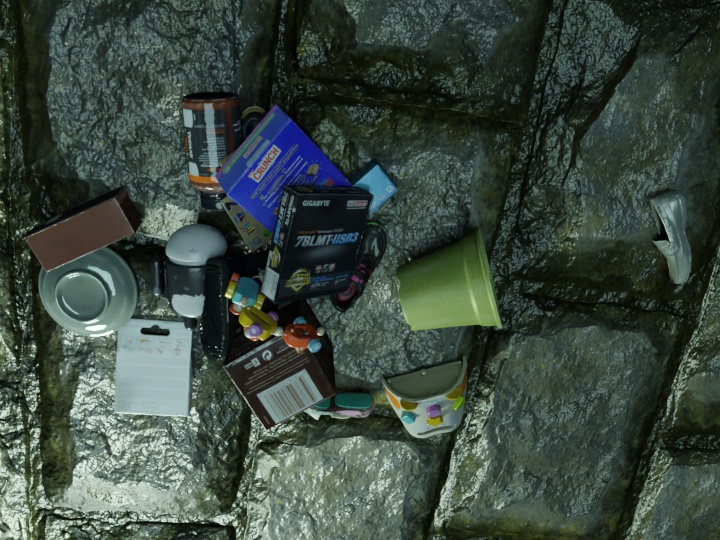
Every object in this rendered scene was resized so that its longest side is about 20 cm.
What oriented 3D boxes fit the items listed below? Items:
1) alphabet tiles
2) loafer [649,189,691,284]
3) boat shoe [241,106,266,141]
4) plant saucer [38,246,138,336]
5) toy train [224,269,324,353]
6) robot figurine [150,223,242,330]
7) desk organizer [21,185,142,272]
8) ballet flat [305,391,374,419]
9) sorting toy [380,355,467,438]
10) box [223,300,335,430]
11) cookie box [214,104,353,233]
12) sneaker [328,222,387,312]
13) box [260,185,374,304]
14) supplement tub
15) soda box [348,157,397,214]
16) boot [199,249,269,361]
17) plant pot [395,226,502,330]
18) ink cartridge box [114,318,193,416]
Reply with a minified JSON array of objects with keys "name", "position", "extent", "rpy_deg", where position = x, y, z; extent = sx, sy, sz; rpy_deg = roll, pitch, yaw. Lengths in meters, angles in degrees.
[{"name":"alphabet tiles","position":[-0.178,-0.151,1.194],"extent":[0.166,0.008,0.202],"rpy_deg":[-36,134,-11]},{"name":"loafer","position":[0.642,-0.066,1.336],"extent":[0.068,0.070,0.205],"rpy_deg":[-14,104,6]},{"name":"boat shoe","position":[-0.176,-0.205,1.209],"extent":[0.073,0.063,0.204],"rpy_deg":[-16,115,0]},{"name":"plant saucer","position":[-0.547,0.044,1.275],"extent":[0.194,0.050,0.205],"rpy_deg":[-1,108,-4]},{"name":"toy train","position":[-0.161,0.083,1.134],"extent":[0.148,0.200,0.056],"rpy_deg":[1,128,-47]},{"name":"robot figurine","position":[-0.316,0.011,1.250],"extent":[0.123,0.149,0.205],"rpy_deg":[17,116,32]},{"name":"desk organizer","position":[-0.526,-0.079,1.223],"extent":[0.196,0.072,0.078],"rpy_deg":[-23,114,4]},{"name":"ballet flat","position":[-0.067,0.298,1.418],"extent":[0.195,0.070,0.072],"rpy_deg":[9,130,-9]},{"name":"sorting toy","position":[0.161,0.306,1.433],"extent":[0.195,0.108,0.183],"rpy_deg":[-14,131,1]},{"name":"box","position":[-0.157,0.169,1.281],"extent":[0.163,0.201,0.166],"rpy_deg":[-28,112,6]},{"name":"cookie box","position":[-0.135,-0.162,1.159],"extent":[0.172,0.075,0.200],"rpy_deg":[-47,136,1]},{"name":"sneaker","position":[0.000,0.000,1.292],"extent":[0.075,0.084,0.203],"rpy_deg":[20,108,-13]},{"name":"box","position":[-0.076,-0.050,1.156],"extent":[0.198,0.049,0.203],"rpy_deg":[-7,120,-49]},{"name":"supplement tub","position":[-0.266,-0.217,1.173],"extent":[0.104,0.107,0.205],"rpy_deg":[-2,111,-4]},{"name":"soda box","position":[-0.024,-0.125,1.252],"extent":[0.199,0.064,0.068],"rpy_deg":[-40,109,10]},{"name":"boot","position":[-0.219,0.064,1.231],"extent":[0.166,0.075,0.206],"rpy_deg":[-7,105,-49]},{"name":"plant pot","position":[0.172,0.034,1.278],"extent":[0.180,0.201,0.204],"rpy_deg":[-14,113,13]},{"name":"ink cartridge box","position":[-0.438,0.204,1.365],"extent":[0.158,0.050,0.206],"rpy_deg":[4,93,-6]}]
